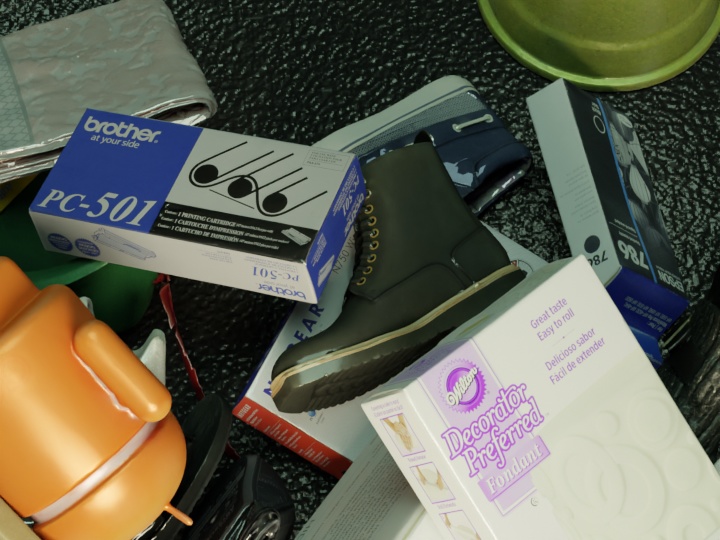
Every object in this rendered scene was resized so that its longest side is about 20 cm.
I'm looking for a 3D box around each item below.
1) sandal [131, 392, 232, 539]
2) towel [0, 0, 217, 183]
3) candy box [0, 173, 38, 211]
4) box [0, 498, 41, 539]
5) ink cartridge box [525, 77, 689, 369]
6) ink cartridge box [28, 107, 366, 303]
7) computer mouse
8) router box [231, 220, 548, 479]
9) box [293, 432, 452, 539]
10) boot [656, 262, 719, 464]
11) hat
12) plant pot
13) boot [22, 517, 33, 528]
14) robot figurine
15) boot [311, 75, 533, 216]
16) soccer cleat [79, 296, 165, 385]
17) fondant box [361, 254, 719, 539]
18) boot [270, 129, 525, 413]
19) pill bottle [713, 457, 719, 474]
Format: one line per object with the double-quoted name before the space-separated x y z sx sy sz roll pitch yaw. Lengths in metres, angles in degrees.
"sandal" -0.151 0.159 1.354 0.048 0.075 0.201 40 75 -23
"towel" -0.213 -0.135 1.501 0.189 0.032 0.200 -16 33 -9
"candy box" -0.317 -0.031 1.476 0.102 0.026 0.200 20 60 42
"box" -0.185 0.241 1.280 0.200 0.164 0.021 42 52 20
"ink cartridge box" 0.179 -0.032 1.464 0.039 0.099 0.201 -28 60 29
"ink cartridge box" -0.105 -0.044 1.348 0.198 0.044 0.094 11 55 21
"computer mouse" -0.079 0.184 1.319 0.053 0.200 0.139 36 103 -9
"router box" 0.037 0.056 1.410 0.179 0.049 0.201 31 67 -5
"box" 0.086 0.187 1.264 0.199 0.171 0.200 43 67 -12
"boot" 0.253 0.046 1.426 0.079 0.211 0.159 31 108 13
"hat" -0.164 0.021 1.477 0.164 0.177 0.201 -13 39 24
"plant pot" 0.188 -0.267 1.539 0.198 0.185 0.202 0 61 0
"boot" -0.277 0.125 1.378 0.199 0.096 0.074 22 64 11
"robot figurine" -0.187 0.091 1.276 0.144 0.117 0.200 -39 98 3
"boot" 0.026 -0.061 1.491 0.199 0.073 0.090 -34 61 -17
"soccer cleat" -0.222 0.047 1.359 0.198 0.070 0.087 16 106 -12
"fondant box" 0.114 0.115 1.163 0.144 0.058 0.201 -35 95 -27
"boot" 0.000 0.000 1.358 0.199 0.077 0.139 -22 76 -35
"pill bottle" 0.314 0.188 1.339 0.109 0.109 0.200 -38 68 -18
